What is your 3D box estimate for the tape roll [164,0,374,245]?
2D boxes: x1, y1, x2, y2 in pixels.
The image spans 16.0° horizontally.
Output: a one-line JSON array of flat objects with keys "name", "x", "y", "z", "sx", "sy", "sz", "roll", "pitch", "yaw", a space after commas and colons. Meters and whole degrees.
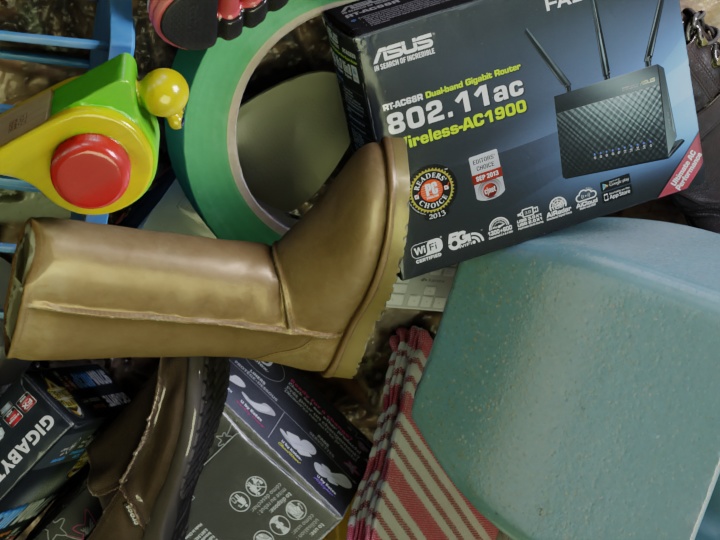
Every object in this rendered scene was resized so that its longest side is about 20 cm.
[{"name": "tape roll", "x": -0.013, "y": -0.090, "z": 1.483, "sx": 0.199, "sy": 0.048, "sz": 0.202, "roll": -7, "pitch": 112, "yaw": -17}]

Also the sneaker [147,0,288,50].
[{"name": "sneaker", "x": -0.038, "y": -0.195, "z": 1.391, "sx": 0.199, "sy": 0.087, "sz": 0.074, "roll": -22, "pitch": 152, "yaw": -23}]

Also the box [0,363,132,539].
[{"name": "box", "x": -0.220, "y": 0.129, "z": 1.552, "sx": 0.046, "sy": 0.200, "sz": 0.159, "roll": 45, "pitch": 94, "yaw": 5}]

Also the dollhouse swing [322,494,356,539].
[{"name": "dollhouse swing", "x": -0.018, "y": 0.262, "z": 1.705, "sx": 0.181, "sy": 0.201, "sz": 0.176, "roll": 22, "pitch": 131, "yaw": -25}]

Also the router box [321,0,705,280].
[{"name": "router box", "x": 0.090, "y": -0.098, "z": 1.455, "sx": 0.199, "sy": 0.062, "sz": 0.151, "roll": -18, "pitch": 114, "yaw": -12}]

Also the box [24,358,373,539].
[{"name": "box", "x": -0.106, "y": 0.152, "z": 1.631, "sx": 0.132, "sy": 0.115, "sz": 0.200, "roll": 44, "pitch": 114, "yaw": -5}]

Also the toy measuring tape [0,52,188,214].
[{"name": "toy measuring tape", "x": -0.171, "y": -0.049, "z": 1.343, "sx": 0.199, "sy": 0.074, "sz": 0.074, "roll": -26, "pitch": 128, "yaw": 17}]

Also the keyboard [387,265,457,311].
[{"name": "keyboard", "x": 0.000, "y": 0.000, "z": 1.620, "sx": 0.198, "sy": 0.011, "sz": 0.057, "roll": 5, "pitch": 126, "yaw": -13}]

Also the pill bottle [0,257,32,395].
[{"name": "pill bottle", "x": -0.281, "y": 0.081, "z": 1.571, "sx": 0.109, "sy": 0.110, "sz": 0.200, "roll": 29, "pitch": 119, "yaw": -28}]

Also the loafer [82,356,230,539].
[{"name": "loafer", "x": -0.131, "y": 0.115, "z": 1.520, "sx": 0.070, "sy": 0.073, "sz": 0.201, "roll": 20, "pitch": 112, "yaw": 6}]

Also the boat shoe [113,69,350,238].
[{"name": "boat shoe", "x": -0.084, "y": -0.049, "z": 1.537, "sx": 0.201, "sy": 0.063, "sz": 0.074, "roll": -45, "pitch": 111, "yaw": 7}]

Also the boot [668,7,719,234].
[{"name": "boot", "x": 0.242, "y": -0.095, "z": 1.555, "sx": 0.199, "sy": 0.069, "sz": 0.174, "roll": -37, "pitch": 119, "yaw": 12}]

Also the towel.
[{"name": "towel", "x": 0.043, "y": 0.153, "z": 1.633, "sx": 0.030, "sy": 0.201, "sz": 0.147, "roll": -11, "pitch": 133, "yaw": 28}]

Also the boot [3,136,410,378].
[{"name": "boot", "x": -0.083, "y": -0.007, "z": 1.384, "sx": 0.198, "sy": 0.066, "sz": 0.176, "roll": 6, "pitch": 130, "yaw": -14}]

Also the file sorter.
[{"name": "file sorter", "x": -0.198, "y": -0.087, "z": 1.438, "sx": 0.122, "sy": 0.139, "sz": 0.201, "roll": 6, "pitch": 127, "yaw": -10}]

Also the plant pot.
[{"name": "plant pot", "x": 0.148, "y": 0.064, "z": 1.518, "sx": 0.199, "sy": 0.196, "sz": 0.197, "roll": 24, "pitch": 106, "yaw": 19}]

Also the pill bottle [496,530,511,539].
[{"name": "pill bottle", "x": 0.177, "y": 0.124, "z": 1.682, "sx": 0.111, "sy": 0.113, "sz": 0.201, "roll": 16, "pitch": 123, "yaw": -21}]
